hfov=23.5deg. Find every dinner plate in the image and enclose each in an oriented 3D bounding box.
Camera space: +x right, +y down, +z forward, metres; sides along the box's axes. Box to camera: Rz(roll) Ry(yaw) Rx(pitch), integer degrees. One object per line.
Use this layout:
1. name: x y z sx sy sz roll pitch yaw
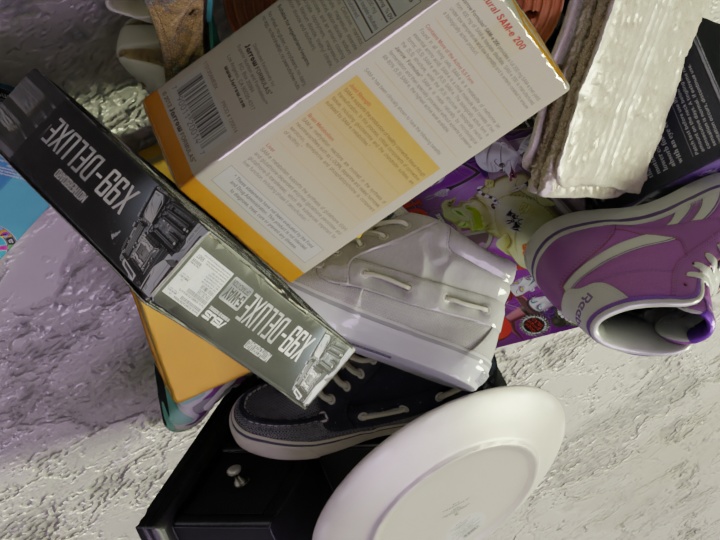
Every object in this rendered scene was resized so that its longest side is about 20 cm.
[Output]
1. dinner plate: 0.059 0.154 1.173 0.199 0.024 0.201 -23 146 -17

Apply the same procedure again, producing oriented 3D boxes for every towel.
1. towel: 0.163 -0.138 1.052 0.132 0.034 0.202 -2 115 -56

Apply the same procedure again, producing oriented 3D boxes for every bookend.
1. bookend: -0.024 0.153 1.249 0.197 0.200 0.093 -4 122 30

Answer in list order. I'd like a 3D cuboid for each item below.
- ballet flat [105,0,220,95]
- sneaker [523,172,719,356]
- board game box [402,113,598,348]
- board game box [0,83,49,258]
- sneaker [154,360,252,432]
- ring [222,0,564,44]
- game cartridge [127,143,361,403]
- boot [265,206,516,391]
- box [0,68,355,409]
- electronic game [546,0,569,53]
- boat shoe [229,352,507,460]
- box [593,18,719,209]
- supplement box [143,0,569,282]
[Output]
1. ballet flat: -0.107 -0.139 0.960 0.070 0.071 0.201 -22 151 -14
2. sneaker: 0.215 0.004 1.094 0.199 0.114 0.073 -16 128 -18
3. board game box: 0.093 -0.032 1.137 0.119 0.032 0.201 -13 131 25
4. board game box: -0.272 -0.030 0.988 0.200 0.047 0.150 -43 150 23
5. sneaker: -0.067 0.049 1.251 0.139 0.078 0.201 1 142 -22
6. ring: 0.019 -0.161 1.003 0.198 0.019 0.201 -1 147 -1
7. game cartridge: -0.059 -0.025 1.137 0.199 0.032 0.177 -24 123 -14
8. boot: 0.000 0.000 1.109 0.199 0.096 0.074 21 169 -7
9. box: -0.103 -0.014 0.965 0.050 0.158 0.200 -48 151 0
10. electronic game: 0.167 -0.193 1.141 0.199 0.042 0.200 -28 159 -12
11. boat shoe: -0.002 0.069 1.190 0.198 0.075 0.093 -10 134 7
12. box: 0.188 -0.083 1.211 0.199 0.105 0.148 -29 164 30
13. supplement box: -0.001 -0.098 0.954 0.199 0.074 0.126 -34 143 10
